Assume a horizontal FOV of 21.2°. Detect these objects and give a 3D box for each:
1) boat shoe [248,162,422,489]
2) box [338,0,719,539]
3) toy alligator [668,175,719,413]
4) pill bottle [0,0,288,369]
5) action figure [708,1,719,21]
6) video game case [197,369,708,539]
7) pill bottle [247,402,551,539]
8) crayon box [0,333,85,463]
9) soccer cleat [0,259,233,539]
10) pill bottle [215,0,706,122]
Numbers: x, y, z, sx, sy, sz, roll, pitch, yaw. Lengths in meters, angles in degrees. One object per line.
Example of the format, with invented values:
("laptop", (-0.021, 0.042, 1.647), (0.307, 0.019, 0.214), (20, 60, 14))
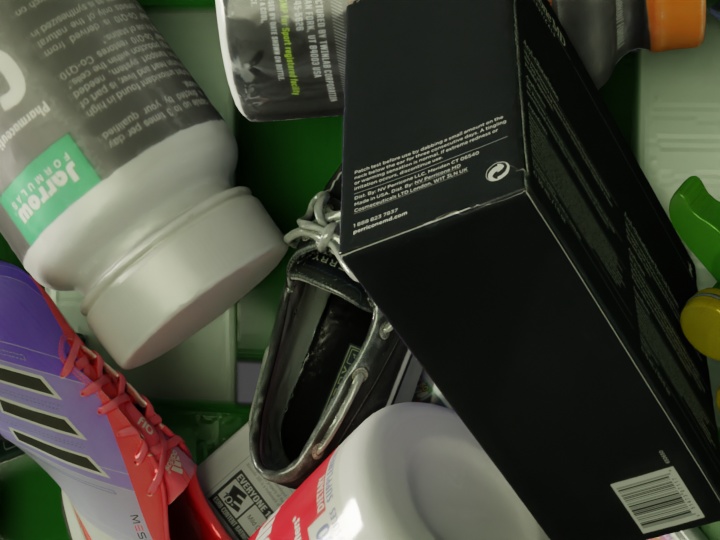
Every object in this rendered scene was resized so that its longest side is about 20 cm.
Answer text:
("boat shoe", (-0.002, -0.001, 0.845), (0.073, 0.068, 0.201), (22, 90, 33))
("box", (0.070, -0.004, 0.752), (0.078, 0.142, 0.200), (-18, 132, 22))
("toy alligator", (0.184, 0.047, 0.785), (0.054, 0.059, 0.201), (-1, 124, 49))
("pill bottle", (-0.127, -0.063, 0.871), (0.113, 0.113, 0.200), (-39, 83, 17))
("action figure", (0.218, -0.063, 0.760), (0.199, 0.105, 0.194), (34, 132, 16))
("video game case", (0.041, 0.120, 0.885), (0.182, 0.024, 0.200), (-42, 82, 16))
("pill bottle", (-0.011, 0.156, 0.822), (0.112, 0.112, 0.200), (47, 123, 8))
("crayon box", (-0.246, 0.061, 0.914), (0.199, 0.126, 0.052), (-2, 95, 17))
("soccer cleat", (-0.113, 0.072, 0.854), (0.073, 0.068, 0.201), (-2, 130, 29))
("pill bottle", (0.043, -0.121, 0.808), (0.198, 0.106, 0.107), (-3, 95, 6))
